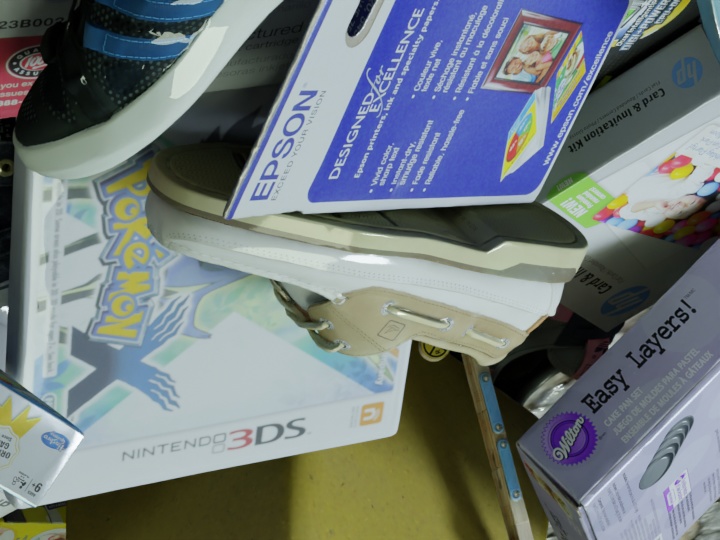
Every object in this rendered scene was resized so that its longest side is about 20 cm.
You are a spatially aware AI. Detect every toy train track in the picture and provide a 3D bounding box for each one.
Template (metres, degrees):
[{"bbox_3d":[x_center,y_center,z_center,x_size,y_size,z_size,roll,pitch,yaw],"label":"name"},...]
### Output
[{"bbox_3d":[0.047,0.057,1.041,0.032,0.200,0.115,-14,172,-10],"label":"toy train track"}]

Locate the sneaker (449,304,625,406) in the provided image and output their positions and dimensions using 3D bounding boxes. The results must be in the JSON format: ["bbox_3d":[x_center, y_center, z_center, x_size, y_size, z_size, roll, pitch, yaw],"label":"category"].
[{"bbox_3d":[0.126,0.012,1.134,0.070,0.082,0.200,10,138,-44],"label":"sneaker"}]

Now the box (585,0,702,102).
[{"bbox_3d":[0.117,-0.097,0.979,0.160,0.044,0.200,-1,145,-36],"label":"box"}]

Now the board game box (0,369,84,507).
[{"bbox_3d":[-0.210,0.009,0.787,0.200,0.134,0.034,37,84,-34],"label":"board game box"}]

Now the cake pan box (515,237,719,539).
[{"bbox_3d":[0.167,0.066,1.057,0.184,0.052,0.200,-43,156,-5],"label":"cake pan box"}]

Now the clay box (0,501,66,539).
[{"bbox_3d":[-0.215,0.147,1.169,0.200,0.048,0.115,9,140,-42],"label":"clay box"}]

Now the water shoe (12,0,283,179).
[{"bbox_3d":[-0.060,-0.108,0.663,0.079,0.072,0.200,35,125,-24],"label":"water shoe"}]

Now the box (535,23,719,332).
[{"bbox_3d":[0.161,-0.054,0.998,0.200,0.041,0.156,-31,151,18],"label":"box"}]

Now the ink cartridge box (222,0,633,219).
[{"bbox_3d":[0.039,-0.114,0.784,0.200,0.047,0.198,-3,125,-51],"label":"ink cartridge box"}]

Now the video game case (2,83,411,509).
[{"bbox_3d":[-0.055,-0.001,0.874,0.182,0.022,0.200,-9,125,-26],"label":"video game case"}]

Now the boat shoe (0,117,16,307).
[{"bbox_3d":[-0.115,-0.051,0.874,0.200,0.071,0.091,-29,149,13],"label":"boat shoe"}]

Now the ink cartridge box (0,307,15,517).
[{"bbox_3d":[-0.246,0.081,0.996,0.200,0.084,0.145,-28,150,12],"label":"ink cartridge box"}]

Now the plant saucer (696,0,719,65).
[{"bbox_3d":[0.190,-0.148,0.849,0.200,0.027,0.201,-14,110,-42],"label":"plant saucer"}]

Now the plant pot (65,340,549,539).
[{"bbox_3d":[-0.028,0.153,1.075,0.195,0.200,0.194,37,123,-27],"label":"plant pot"}]

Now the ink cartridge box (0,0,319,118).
[{"bbox_3d":[-0.073,-0.148,0.721,0.145,0.084,0.200,-9,149,-22],"label":"ink cartridge box"}]

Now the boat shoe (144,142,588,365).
[{"bbox_3d":[0.000,0.000,0.844,0.200,0.075,0.068,10,115,-33],"label":"boat shoe"}]
